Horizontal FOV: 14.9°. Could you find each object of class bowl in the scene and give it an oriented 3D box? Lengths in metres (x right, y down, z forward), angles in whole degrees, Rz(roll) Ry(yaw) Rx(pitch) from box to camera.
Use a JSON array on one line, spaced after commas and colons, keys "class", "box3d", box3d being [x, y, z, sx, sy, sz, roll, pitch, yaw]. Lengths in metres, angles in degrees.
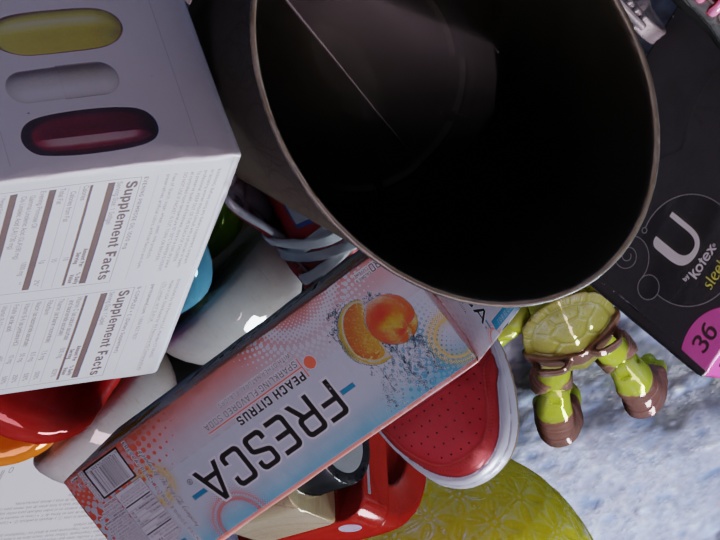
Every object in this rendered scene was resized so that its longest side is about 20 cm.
[{"class": "bowl", "box3d": [0.019, 0.149, 1.521, 0.199, 0.200, 0.108, -26, 103, -2]}]

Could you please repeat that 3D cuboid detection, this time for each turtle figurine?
[{"class": "turtle figurine", "box3d": [0.123, 0.027, 1.512, 0.199, 0.064, 0.161, -32, 140, -1]}]

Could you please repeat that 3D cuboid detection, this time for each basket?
[{"class": "basket", "box3d": [0.006, -0.076, 1.083, 0.136, 0.200, 0.180, -44, 106, -8]}]

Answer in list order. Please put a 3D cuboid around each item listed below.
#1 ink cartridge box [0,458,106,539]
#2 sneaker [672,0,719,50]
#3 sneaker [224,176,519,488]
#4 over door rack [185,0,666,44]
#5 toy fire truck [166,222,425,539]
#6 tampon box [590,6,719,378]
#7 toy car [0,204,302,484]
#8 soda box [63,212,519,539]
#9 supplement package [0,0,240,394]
[{"class": "ink cartridge box", "box3d": [-0.196, 0.145, 1.443, 0.199, 0.045, 0.177, 0, 130, -45]}, {"class": "sneaker", "box3d": [0.174, -0.123, 1.216, 0.079, 0.096, 0.200, -32, 155, 19]}, {"class": "sneaker", "box3d": [0.000, 0.000, 1.222, 0.071, 0.201, 0.112, -31, 153, 9]}, {"class": "over door rack", "box3d": [0.030, -0.135, 1.316, 0.148, 0.067, 0.200, -42, 122, 14]}, {"class": "toy fire truck", "box3d": [-0.015, 0.065, 1.410, 0.128, 0.177, 0.200, -19, 152, 33]}, {"class": "tampon box", "box3d": [0.218, -0.034, 1.403, 0.200, 0.126, 0.150, 7, 118, -54]}, {"class": "toy car", "box3d": [-0.136, 0.009, 1.260, 0.175, 0.150, 0.200, 43, 107, -9]}, {"class": "soda box", "box3d": [-0.031, 0.054, 1.181, 0.200, 0.068, 0.064, -35, 95, 27]}, {"class": "supplement package", "box3d": [-0.142, -0.075, 1.117, 0.110, 0.201, 0.156, -8, 148, -24]}]
